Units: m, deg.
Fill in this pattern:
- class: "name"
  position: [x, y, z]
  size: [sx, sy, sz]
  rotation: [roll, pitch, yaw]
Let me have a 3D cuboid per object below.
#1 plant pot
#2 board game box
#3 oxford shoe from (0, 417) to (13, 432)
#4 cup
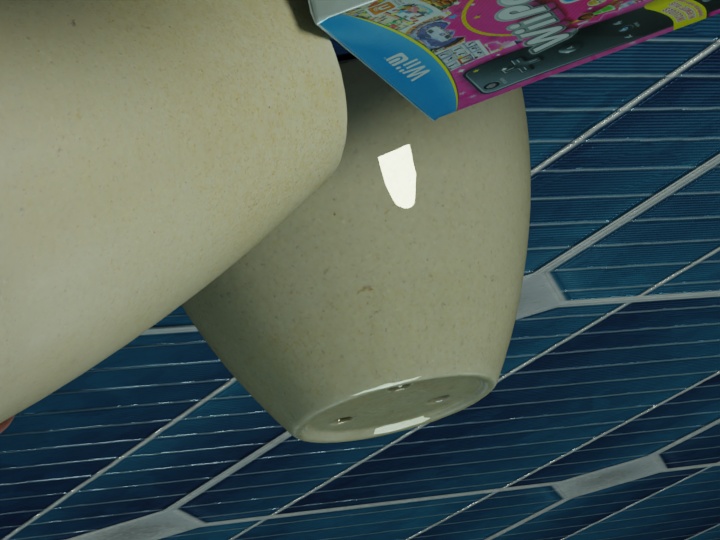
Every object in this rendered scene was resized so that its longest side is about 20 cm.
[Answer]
- class: "plant pot"
  position: [-0.113, -0.047, 0.953]
  size: [0.200, 0.187, 0.187]
  rotation: [-21, 169, -30]
- class: "board game box"
  position: [0.090, -0.136, 0.992]
  size: [0.200, 0.064, 0.148]
  rotation: [-18, 163, 16]
- class: "oxford shoe"
  position: [-0.291, 0.079, 1.395]
  size: [0.200, 0.071, 0.074]
  rotation: [-7, -177, -14]
- class: "cup"
  position: [0.000, 0.000, 1.221]
  size: [0.200, 0.143, 0.200]
  rotation: [-14, 164, -4]
